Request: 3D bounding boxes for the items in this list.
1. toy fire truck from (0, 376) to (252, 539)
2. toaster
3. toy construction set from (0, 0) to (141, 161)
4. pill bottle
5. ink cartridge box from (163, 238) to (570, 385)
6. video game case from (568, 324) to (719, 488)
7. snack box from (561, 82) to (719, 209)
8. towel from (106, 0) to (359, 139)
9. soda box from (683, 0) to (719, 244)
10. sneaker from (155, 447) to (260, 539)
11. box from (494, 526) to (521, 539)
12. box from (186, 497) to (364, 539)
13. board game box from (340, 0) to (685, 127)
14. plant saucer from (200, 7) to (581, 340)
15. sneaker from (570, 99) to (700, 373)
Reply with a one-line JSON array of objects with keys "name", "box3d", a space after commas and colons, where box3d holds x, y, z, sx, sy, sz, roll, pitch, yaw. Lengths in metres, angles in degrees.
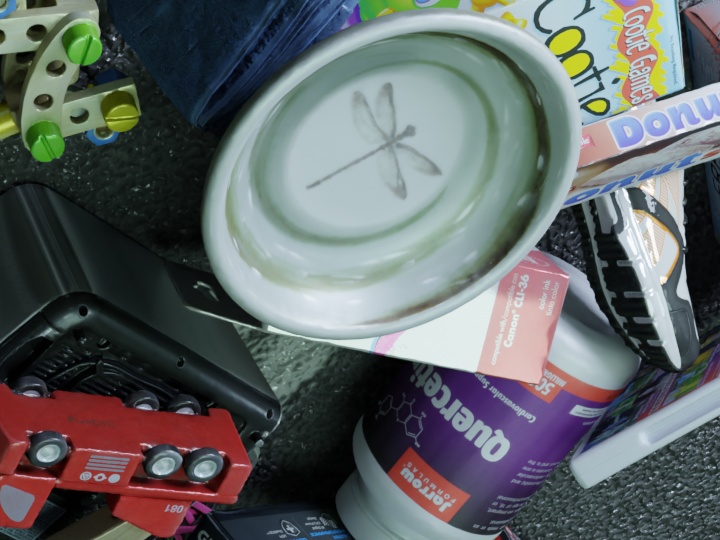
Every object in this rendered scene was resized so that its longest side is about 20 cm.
[{"name": "toy fire truck", "box3d": [-0.129, 0.131, 1.297, 0.200, 0.049, 0.141, 8, 125, -32]}, {"name": "toaster", "box3d": [-0.177, 0.071, 1.339, 0.181, 0.119, 0.200, -44, 135, 14]}, {"name": "toy construction set", "box3d": [-0.206, -0.098, 1.198, 0.200, 0.092, 0.131, -19, 137, -27]}, {"name": "pill bottle", "box3d": [0.072, 0.089, 1.488, 0.112, 0.112, 0.200, 19, 118, -38]}, {"name": "ink cartridge box", "box3d": [0.000, 0.000, 1.337, 0.200, 0.116, 0.068, 11, 100, -14]}, {"name": "video game case", "box3d": [0.223, 0.057, 1.485, 0.182, 0.023, 0.200, -31, -177, 19]}, {"name": "snack box", "box3d": [0.168, -0.073, 1.330, 0.200, 0.024, 0.072, -18, 166, -18]}, {"name": "towel", "box3d": [-0.039, -0.167, 1.198, 0.200, 0.112, 0.049, -48, 152, 19]}, {"name": "soda box", "box3d": [0.244, -0.080, 1.458, 0.068, 0.064, 0.200, -24, 137, -7]}, {"name": "sneaker", "box3d": [-0.130, 0.165, 1.471, 0.200, 0.087, 0.074, -40, 135, 11]}, {"name": "box", "box3d": [0.102, 0.255, 1.711, 0.110, 0.035, 0.200, -37, 136, 8]}, {"name": "box", "box3d": [0.001, 0.209, 1.476, 0.200, 0.159, 0.046, 3, 129, -55]}, {"name": "board game box", "box3d": [0.056, -0.127, 1.288, 0.200, 0.105, 0.103, -22, 136, -9]}, {"name": "plant saucer", "box3d": [0.010, -0.055, 1.218, 0.200, 0.050, 0.200, -14, 133, -15]}, {"name": "sneaker", "box3d": [0.164, -0.037, 1.401, 0.080, 0.074, 0.200, -24, 104, -18]}]
